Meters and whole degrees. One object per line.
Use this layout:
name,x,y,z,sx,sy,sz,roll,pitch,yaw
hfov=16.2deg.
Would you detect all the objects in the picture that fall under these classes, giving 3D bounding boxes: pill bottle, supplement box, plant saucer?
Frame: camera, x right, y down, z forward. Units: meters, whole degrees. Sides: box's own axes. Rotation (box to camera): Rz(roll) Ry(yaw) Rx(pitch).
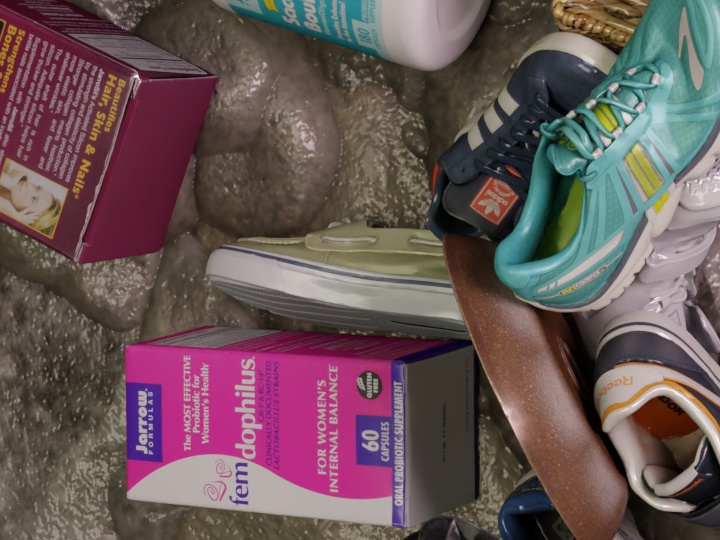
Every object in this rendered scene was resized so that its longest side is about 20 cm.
pill bottle,-0.024,-0.197,1.523,0.199,0.111,0.112,19,103,25
supplement box,-0.212,-0.106,1.633,0.199,0.103,0.132,28,106,23
supplement box,-0.038,0.094,1.563,0.199,0.103,0.102,2,97,29
plant saucer,0.106,0.063,1.418,0.036,0.200,0.201,-25,83,9

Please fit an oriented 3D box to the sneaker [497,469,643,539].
sneaker,0.156,0.195,1.480,0.200,0.085,0.077,38,110,19

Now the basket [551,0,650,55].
basket,0.227,-0.132,1.427,0.199,0.149,0.143,23,72,24

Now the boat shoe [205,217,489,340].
boat shoe,0.000,0.000,1.563,0.199,0.072,0.062,8,74,23

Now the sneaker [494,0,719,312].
sneaker,0.136,-0.066,1.318,0.077,0.079,0.201,40,111,44

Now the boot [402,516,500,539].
boot,0.061,0.186,1.457,0.165,0.200,0.066,36,85,25

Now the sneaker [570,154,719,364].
sneaker,0.174,0.001,1.429,0.115,0.075,0.200,64,153,-1

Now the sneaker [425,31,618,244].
sneaker,0.093,-0.064,1.436,0.075,0.085,0.200,35,155,-3

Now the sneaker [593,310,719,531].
sneaker,0.204,0.112,1.405,0.200,0.080,0.078,36,130,-16
